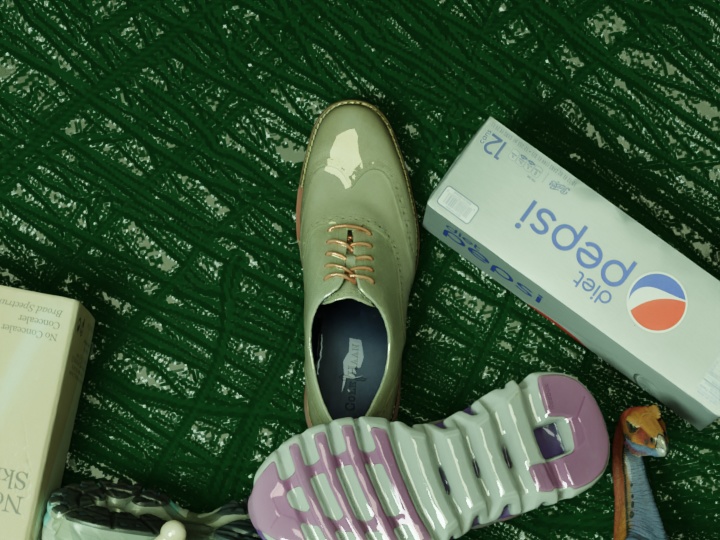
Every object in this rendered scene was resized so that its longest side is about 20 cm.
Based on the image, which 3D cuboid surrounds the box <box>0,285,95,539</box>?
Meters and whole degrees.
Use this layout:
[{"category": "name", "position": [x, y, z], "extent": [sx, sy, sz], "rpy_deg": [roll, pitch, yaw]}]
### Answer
[{"category": "box", "position": [-0.211, 0.110, 1.236], "extent": [0.094, 0.078, 0.202], "rpy_deg": [9, 81, 1]}]

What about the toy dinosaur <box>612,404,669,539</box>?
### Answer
[{"category": "toy dinosaur", "position": [0.151, 0.173, 1.222], "extent": [0.199, 0.105, 0.182], "rpy_deg": [-28, 72, 1]}]

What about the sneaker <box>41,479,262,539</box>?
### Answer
[{"category": "sneaker", "position": [-0.079, 0.173, 1.240], "extent": [0.198, 0.078, 0.087], "rpy_deg": [12, 110, -6]}]

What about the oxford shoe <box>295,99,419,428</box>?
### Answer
[{"category": "oxford shoe", "position": [0.000, 0.000, 1.256], "extent": [0.070, 0.074, 0.202], "rpy_deg": [-3, 81, -1]}]

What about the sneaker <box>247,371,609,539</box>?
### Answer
[{"category": "sneaker", "position": [0.032, 0.115, 1.220], "extent": [0.199, 0.088, 0.081], "rpy_deg": [-12, 78, -20]}]

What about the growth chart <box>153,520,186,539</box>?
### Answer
[{"category": "growth chart", "position": [-0.108, 0.247, 1.201], "extent": [0.144, 0.018, 0.201], "rpy_deg": [-32, 113, -7]}]

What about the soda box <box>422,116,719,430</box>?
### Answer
[{"category": "soda box", "position": [0.131, 0.003, 1.260], "extent": [0.199, 0.068, 0.064], "rpy_deg": [36, 81, 5]}]
